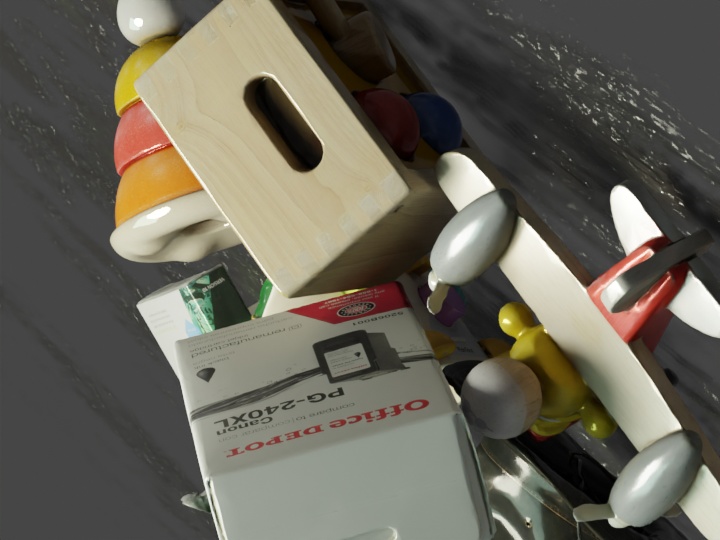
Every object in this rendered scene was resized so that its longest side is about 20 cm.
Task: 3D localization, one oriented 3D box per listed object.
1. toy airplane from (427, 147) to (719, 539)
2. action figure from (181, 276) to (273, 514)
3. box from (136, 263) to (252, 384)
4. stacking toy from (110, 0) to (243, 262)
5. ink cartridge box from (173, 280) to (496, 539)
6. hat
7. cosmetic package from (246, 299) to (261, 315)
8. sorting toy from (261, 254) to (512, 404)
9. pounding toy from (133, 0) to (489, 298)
[{"bbox_3d":[0.119,0.043,1.426,0.200,0.141,0.199,32,147,53],"label":"toy airplane"},{"bbox_3d":[-0.066,0.063,1.718,0.055,0.200,0.118,19,175,-6],"label":"action figure"},{"bbox_3d":[-0.080,0.095,1.852,0.200,0.036,0.144,59,161,-4],"label":"box"},{"bbox_3d":[-0.128,-0.115,1.873,0.146,0.146,0.200,131,124,-70],"label":"stacking toy"},{"bbox_3d":[-0.019,0.093,1.475,0.200,0.145,0.083,-115,11,-68],"label":"ink cartridge box"},{"bbox_3d":[0.108,0.144,1.573,0.201,0.081,0.201,39,-169,-9],"label":"hat"},{"bbox_3d":[-0.037,0.084,1.938,0.071,0.101,0.200,50,159,23],"label":"cosmetic package"},{"bbox_3d":[0.000,0.000,1.682,0.200,0.107,0.180,7,-125,-64],"label":"sorting toy"},{"bbox_3d":[-0.024,-0.107,1.521,0.200,0.142,0.184,54,-160,11],"label":"pounding toy"}]
